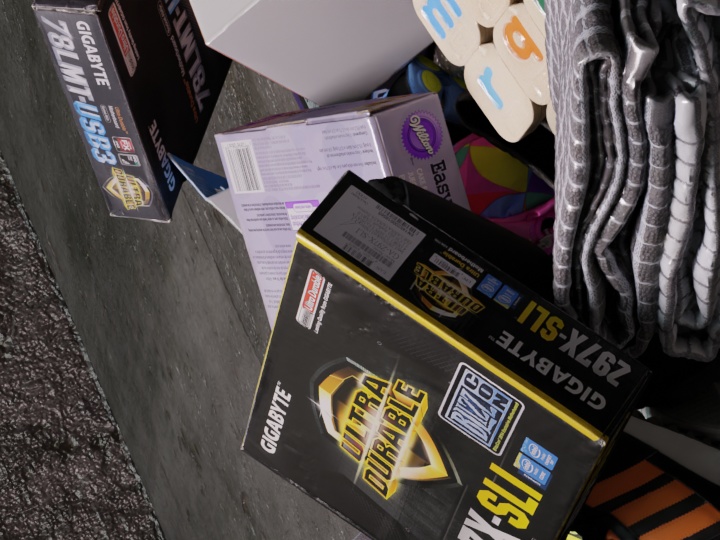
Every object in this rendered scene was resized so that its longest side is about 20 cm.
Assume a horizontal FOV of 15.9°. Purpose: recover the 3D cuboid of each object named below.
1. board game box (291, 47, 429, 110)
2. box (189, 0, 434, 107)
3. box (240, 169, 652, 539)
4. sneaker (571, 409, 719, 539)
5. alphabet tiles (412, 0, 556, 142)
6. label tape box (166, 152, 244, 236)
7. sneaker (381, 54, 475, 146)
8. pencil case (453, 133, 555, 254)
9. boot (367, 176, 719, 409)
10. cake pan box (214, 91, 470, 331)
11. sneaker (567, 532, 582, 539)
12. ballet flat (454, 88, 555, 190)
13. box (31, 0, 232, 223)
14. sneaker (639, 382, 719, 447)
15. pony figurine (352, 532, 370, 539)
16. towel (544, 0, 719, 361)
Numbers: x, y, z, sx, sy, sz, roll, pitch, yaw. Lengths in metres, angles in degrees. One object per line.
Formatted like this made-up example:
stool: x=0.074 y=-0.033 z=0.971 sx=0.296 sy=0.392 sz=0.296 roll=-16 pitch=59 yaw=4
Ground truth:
board game box: x=-0.016 y=-0.172 z=1.651 sx=0.200 sy=0.056 sz=0.166 roll=99 pitch=149 yaw=-64
box: x=-0.044 y=-0.208 z=1.467 sx=0.124 sy=0.097 sz=0.201 roll=25 pitch=-146 yaw=-47
box: x=0.032 y=0.064 z=1.160 sx=0.159 sy=0.049 sz=0.200 roll=32 pitch=149 yaw=9
sneaker: x=0.133 y=0.122 z=1.223 sx=0.070 sy=0.199 sz=0.091 roll=101 pitch=-172 yaw=-72
alphabet tiles: x=0.089 y=-0.147 z=1.267 sx=0.196 sy=0.015 sz=0.200 roll=56 pitch=149 yaw=11
label tape box: x=-0.013 y=-0.017 z=1.610 sx=0.200 sy=0.066 sz=0.143 roll=45 pitch=-173 yaw=18
sneaker: x=0.033 y=-0.073 z=1.522 sx=0.071 sy=0.083 sz=0.200 roll=35 pitch=171 yaw=-5
pencil case: x=0.087 y=0.008 z=1.472 sx=0.201 sy=0.088 sz=0.089 roll=83 pitch=160 yaw=-48
boot: x=0.079 y=0.006 z=1.214 sx=0.200 sy=0.167 sz=0.077 roll=-30 pitch=43 yaw=49
cake pan box: x=0.000 y=0.000 z=1.432 sx=0.200 sy=0.052 sz=0.186 roll=-4 pitch=103 yaw=61
sneaker: x=0.106 y=0.092 z=1.428 sx=0.076 sy=0.075 sz=0.201 roll=-9 pitch=117 yaw=31
ballet flat: x=0.115 y=-0.043 z=1.340 sx=0.200 sy=0.056 sz=0.067 roll=51 pitch=156 yaw=49
box: x=-0.128 y=-0.168 z=1.590 sx=0.201 sy=0.049 sz=0.199 roll=74 pitch=-154 yaw=-51
sneaker: x=0.168 y=0.059 z=1.298 sx=0.080 sy=0.070 sz=0.200 roll=50 pitch=169 yaw=-21
pony figurine: x=0.085 y=0.194 z=1.574 sx=0.165 sy=0.193 sz=0.201 roll=12 pitch=125 yaw=21
towel: x=0.116 y=-0.082 z=1.095 sx=0.201 sy=0.085 sz=0.166 roll=84 pitch=-172 yaw=-46
